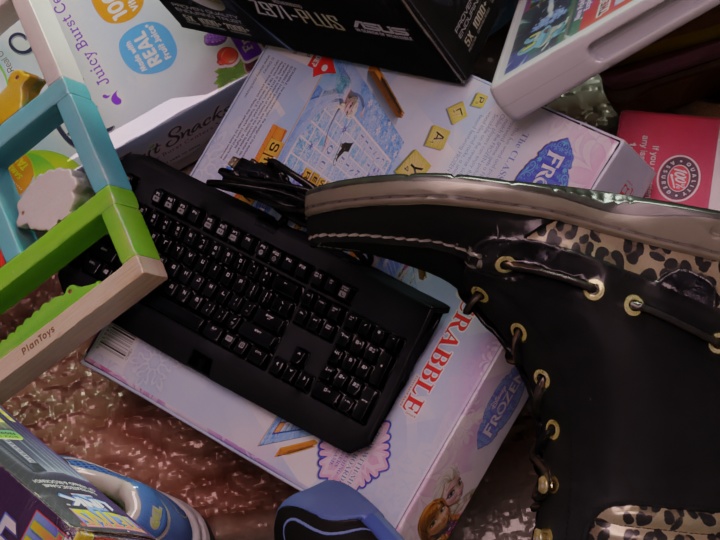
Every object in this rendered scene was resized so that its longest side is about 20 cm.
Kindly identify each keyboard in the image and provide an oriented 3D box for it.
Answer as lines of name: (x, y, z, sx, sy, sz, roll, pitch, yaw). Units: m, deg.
keyboard: (-0.053, -0.005, 1.175, 0.200, 0.040, 0.104, 26, 85, 35)

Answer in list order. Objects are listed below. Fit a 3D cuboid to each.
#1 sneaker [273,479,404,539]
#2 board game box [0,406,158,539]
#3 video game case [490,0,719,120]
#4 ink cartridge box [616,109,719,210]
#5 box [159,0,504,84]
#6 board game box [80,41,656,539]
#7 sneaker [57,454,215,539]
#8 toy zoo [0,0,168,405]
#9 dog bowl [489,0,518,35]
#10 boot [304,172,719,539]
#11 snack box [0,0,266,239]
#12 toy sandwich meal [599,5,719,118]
sneaker: (-0.001, 0.168, 1.061, 0.078, 0.070, 0.200, -15, 50, -22)
board game box: (-0.196, 0.151, 1.126, 0.165, 0.057, 0.200, 36, 101, 33)
video game case: (0.148, -0.158, 1.175, 0.182, 0.023, 0.200, -29, 21, 26)
ink cartridge box: (0.206, 0.017, 1.173, 0.200, 0.084, 0.145, 5, 66, 12)
box: (0.006, -0.201, 1.210, 0.164, 0.086, 0.200, 15, 70, 33)
board game box: (0.000, 0.000, 1.191, 0.200, 0.041, 0.200, 28, 86, 36)
sneaker: (-0.167, 0.107, 1.196, 0.200, 0.077, 0.076, 1, 65, 13)
toy zoo: (-0.176, -0.046, 1.242, 0.131, 0.020, 0.200, -36, 64, 23)
dog bowl: (0.042, -0.188, 1.307, 0.111, 0.050, 0.200, 3, 53, 17)
boot: (0.070, 0.043, 1.081, 0.204, 0.073, 0.154, 7, 88, 3)
snack box: (-0.121, -0.113, 1.312, 0.200, 0.053, 0.142, -29, 63, -5)
toy sandwich meal: (0.193, -0.148, 1.224, 0.205, 0.070, 0.205, -35, 28, 23)
